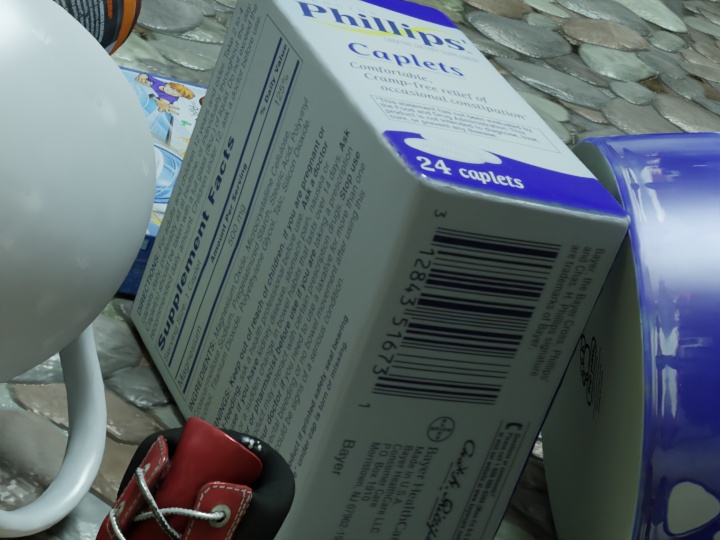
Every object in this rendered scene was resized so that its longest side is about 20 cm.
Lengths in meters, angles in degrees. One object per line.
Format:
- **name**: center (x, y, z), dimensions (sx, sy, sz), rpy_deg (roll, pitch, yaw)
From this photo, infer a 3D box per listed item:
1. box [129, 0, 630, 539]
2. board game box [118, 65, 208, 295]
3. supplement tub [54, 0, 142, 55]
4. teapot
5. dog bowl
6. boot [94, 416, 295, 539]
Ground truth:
- **box**: center (0.000, 0.000, 1.009), dimensions (0.104, 0.185, 0.200), rpy_deg (7, 28, -29)
- **board game box**: center (-0.086, -0.042, 1.212), dimensions (0.135, 0.035, 0.200), rpy_deg (12, 25, -25)
- **supplement tub**: center (-0.177, -0.132, 1.181), dimensions (0.107, 0.107, 0.200), rpy_deg (29, 38, 15)
- **teapot**: center (-0.175, -0.014, 0.862), dimensions (0.199, 0.198, 0.147), rpy_deg (21, 58, 2)
- **dog bowl**: center (0.132, 0.042, 1.008), dimensions (0.078, 0.201, 0.200), rpy_deg (0, 27, -8)
- **boot**: center (-0.088, 0.119, 0.721), dimensions (0.072, 0.145, 0.200), rpy_deg (30, 25, 12)
